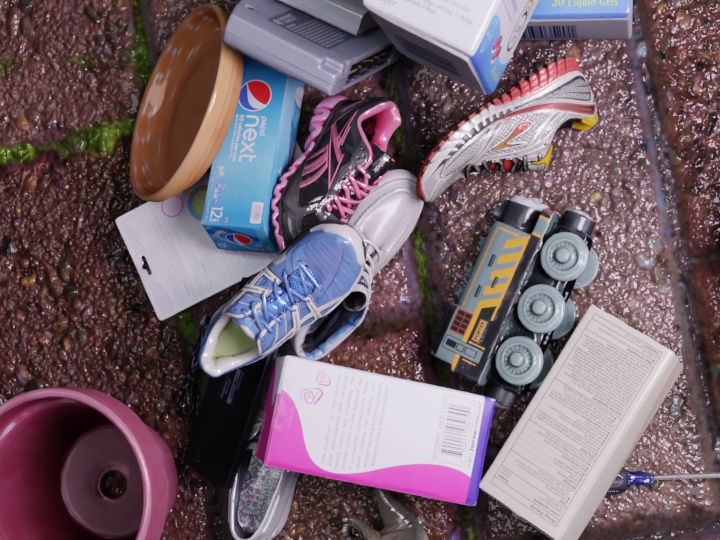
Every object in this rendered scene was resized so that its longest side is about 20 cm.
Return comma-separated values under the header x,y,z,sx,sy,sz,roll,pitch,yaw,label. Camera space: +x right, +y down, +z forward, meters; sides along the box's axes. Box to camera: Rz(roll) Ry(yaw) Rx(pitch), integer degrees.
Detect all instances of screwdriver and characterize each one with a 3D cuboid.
x,y,z,sx,sy,sz,roll,pitch,yaw,label
0.291,0.198,1.254,0.198,0.028,0.029,0,118,11,screwdriver

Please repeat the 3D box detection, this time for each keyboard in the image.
x,y,z,sx,sy,sz,roll,pitch,yaw,label
-0.133,0.105,1.313,0.127,0.021,0.201,27,101,44,keyboard

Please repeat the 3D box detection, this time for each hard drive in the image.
x,y,z,sx,sy,sz,roll,pitch,yaw,label
-0.065,-0.288,1.296,0.199,0.132,0.027,26,116,11,hard drive

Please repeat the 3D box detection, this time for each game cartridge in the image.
x,y,z,sx,sy,sz,roll,pitch,yaw,label
-0.045,-0.224,1.260,0.133,0.200,0.041,31,117,10,game cartridge

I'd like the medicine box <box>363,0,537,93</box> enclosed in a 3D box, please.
x,y,z,sx,sy,sz,roll,pitch,yaw,label
0.102,-0.272,1.123,0.102,0.182,0.201,27,93,11,medicine box

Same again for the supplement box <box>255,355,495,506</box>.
x,y,z,sx,sy,sz,roll,pitch,yaw,label
0.010,0.147,1.240,0.198,0.103,0.102,13,84,-9,supplement box

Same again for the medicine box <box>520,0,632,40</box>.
x,y,z,sx,sy,sz,roll,pitch,yaw,label
0.169,-0.326,1.266,0.180,0.103,0.202,1,88,11,medicine box

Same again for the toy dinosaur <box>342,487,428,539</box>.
x,y,z,sx,sy,sz,roll,pitch,yaw,label
0.029,0.290,1.284,0.101,0.077,0.201,5,61,4,toy dinosaur

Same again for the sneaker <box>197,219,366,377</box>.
x,y,z,sx,sy,sz,roll,pitch,yaw,label
-0.070,0.032,1.197,0.076,0.077,0.200,44,116,-6,sneaker

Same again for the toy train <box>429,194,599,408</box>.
x,y,z,sx,sy,sz,roll,pitch,yaw,label
0.147,0.027,1.266,0.113,0.085,0.201,24,92,21,toy train

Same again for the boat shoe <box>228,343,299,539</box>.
x,y,z,sx,sy,sz,roll,pitch,yaw,label
-0.090,0.171,1.307,0.071,0.068,0.202,19,91,11,boat shoe

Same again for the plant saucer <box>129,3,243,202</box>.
x,y,z,sx,sy,sz,roll,pitch,yaw,label
-0.167,-0.160,1.300,0.037,0.200,0.202,19,91,-29,plant saucer

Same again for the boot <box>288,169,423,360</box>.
x,y,z,sx,sy,sz,roll,pitch,yaw,label
0.000,0.000,1.276,0.073,0.096,0.200,33,102,-26,boot

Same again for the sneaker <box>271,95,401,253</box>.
x,y,z,sx,sy,sz,roll,pitch,yaw,label
-0.016,-0.087,1.258,0.095,0.079,0.201,-3,57,36,sneaker

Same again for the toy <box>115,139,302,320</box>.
x,y,z,sx,sy,sz,roll,pitch,yaw,label
-0.131,-0.042,1.338,0.199,0.047,0.116,-27,77,3,toy

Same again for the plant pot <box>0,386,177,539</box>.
x,y,z,sx,sy,sz,roll,pitch,yaw,label
-0.264,0.210,1.283,0.198,0.179,0.202,0,88,11,plant pot

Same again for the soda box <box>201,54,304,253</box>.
x,y,z,sx,sy,sz,roll,pitch,yaw,label
-0.101,-0.123,1.294,0.064,0.068,0.202,5,71,10,soda box

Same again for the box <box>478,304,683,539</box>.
x,y,z,sx,sy,sz,roll,pitch,yaw,label
0.205,0.144,1.230,0.095,0.078,0.201,33,89,25,box

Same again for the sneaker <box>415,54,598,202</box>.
x,y,z,sx,sy,sz,roll,pitch,yaw,label
0.140,-0.122,1.263,0.199,0.078,0.082,-33,88,-4,sneaker
